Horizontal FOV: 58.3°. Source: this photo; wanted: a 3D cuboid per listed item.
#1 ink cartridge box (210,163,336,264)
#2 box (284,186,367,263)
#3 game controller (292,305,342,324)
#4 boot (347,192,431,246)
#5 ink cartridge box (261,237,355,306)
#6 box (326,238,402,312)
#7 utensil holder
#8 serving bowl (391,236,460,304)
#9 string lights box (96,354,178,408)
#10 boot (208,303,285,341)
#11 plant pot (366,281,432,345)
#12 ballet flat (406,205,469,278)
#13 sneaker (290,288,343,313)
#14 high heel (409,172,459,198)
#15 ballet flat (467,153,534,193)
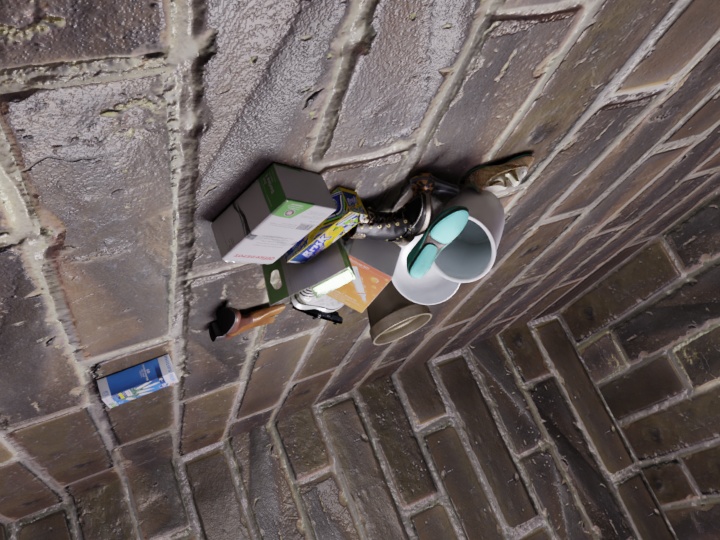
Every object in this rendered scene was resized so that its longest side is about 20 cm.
[{"bbox_3d":[-0.168,-0.101,1.230,0.199,0.086,0.145,-36,158,29],"label":"ink cartridge box"},{"bbox_3d":[-0.084,-0.093,1.389,0.199,0.065,0.070,-36,158,28],"label":"box"},{"bbox_3d":[-0.124,0.127,1.891,0.102,0.043,0.200,8,173,20],"label":"game controller"},{"bbox_3d":[0.063,-0.116,1.436,0.147,0.075,0.200,5,161,-17],"label":"boot"},{"bbox_3d":[-0.121,0.002,1.469,0.197,0.147,0.048,-27,133,5],"label":"ink cartridge box"},{"bbox_3d":[0.000,0.000,1.605,0.123,0.099,0.200,26,144,-9],"label":"box"},{"bbox_3d":[0.256,-0.093,1.552,0.169,0.171,0.201,-36,-170,32],"label":"utensil holder"},{"bbox_3d":[0.176,-0.015,1.711,0.199,0.201,0.066,-34,-168,28],"label":"serving bowl"},{"bbox_3d":[-0.613,0.306,1.785,0.196,0.060,0.103,-20,159,-16],"label":"string lights box"},{"bbox_3d":[-0.286,0.128,1.713,0.197,0.069,0.189,-14,158,-32],"label":"boot"},{"bbox_3d":[0.096,0.103,1.960,0.196,0.176,0.201,-21,161,-8],"label":"plant pot"},{"bbox_3d":[0.163,-0.075,1.434,0.067,0.071,0.201,26,113,-24],"label":"ballet flat"},{"bbox_3d":[-0.086,0.059,1.768,0.198,0.077,0.115,0,151,-46],"label":"sneaker"},{"bbox_3d":[0.116,-0.156,1.496,0.141,0.073,0.199,9,146,-39],"label":"high heel"},{"bbox_3d":[0.352,-0.229,1.574,0.196,0.066,0.071,-19,160,-18],"label":"ballet flat"}]
